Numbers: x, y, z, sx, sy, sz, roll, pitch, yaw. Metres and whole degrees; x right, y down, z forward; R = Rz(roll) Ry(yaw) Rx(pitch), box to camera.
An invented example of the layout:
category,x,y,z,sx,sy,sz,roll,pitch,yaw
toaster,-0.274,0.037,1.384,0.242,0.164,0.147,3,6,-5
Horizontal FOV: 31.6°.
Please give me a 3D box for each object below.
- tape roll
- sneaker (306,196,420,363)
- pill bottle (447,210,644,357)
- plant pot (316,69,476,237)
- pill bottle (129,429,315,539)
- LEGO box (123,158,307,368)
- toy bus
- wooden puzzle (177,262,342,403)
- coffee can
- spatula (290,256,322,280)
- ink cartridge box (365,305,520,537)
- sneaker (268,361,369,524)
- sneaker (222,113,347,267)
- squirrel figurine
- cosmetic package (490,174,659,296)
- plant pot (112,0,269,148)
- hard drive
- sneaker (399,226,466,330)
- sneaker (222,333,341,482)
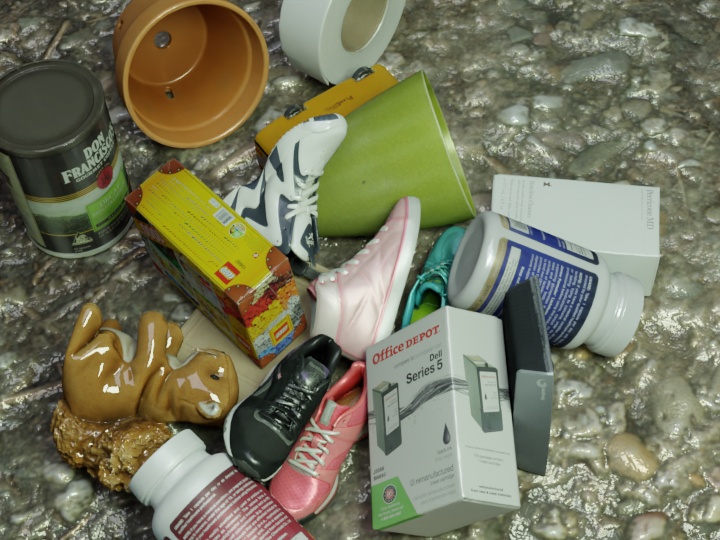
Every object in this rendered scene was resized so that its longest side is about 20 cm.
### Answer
category,x,y,z,sx,sy,sz,roll,pitch,yaw
tape roll,-0.020,-0.349,1.674,0.070,0.203,0.203,30,61,22
sneaker,0.000,0.000,1.423,0.104,0.075,0.202,18,79,-3
pill bottle,0.206,0.020,1.413,0.198,0.116,0.117,21,54,-11
plant pot,0.016,-0.117,1.535,0.198,0.188,0.188,-21,54,8
pill bottle,-0.133,0.258,1.268,0.200,0.113,0.113,44,66,11
LEGO box,-0.160,-0.008,1.426,0.077,0.149,0.200,-41,62,-17
toy bus,-0.036,-0.184,1.630,0.199,0.079,0.065,-31,57,-18
wooden puzzle,-0.105,0.074,1.480,0.184,0.037,0.201,25,64,20
coffee can,-0.361,-0.133,1.539,0.145,0.201,0.148,-2,54,2
spatula,-0.052,0.005,1.482,0.199,0.021,0.057,26,75,22
ink cartridge box,0.080,0.157,1.305,0.083,0.145,0.202,15,60,-34
sneaker,-0.042,0.177,1.365,0.073,0.087,0.201,23,59,20
sneaker,-0.065,-0.074,1.447,0.199,0.079,0.130,-40,72,16
squirrel figurine,-0.233,0.149,1.390,0.185,0.142,0.202,17,73,2
cosmetic package,0.253,-0.042,1.508,0.198,0.082,0.114,3,52,7
plant pot,-0.236,-0.279,1.656,0.199,0.201,0.140,-26,40,-15
hard drive,0.173,0.114,1.325,0.042,0.201,0.136,-5,53,2
sneaker,0.094,0.025,1.470,0.077,0.080,0.201,13,55,14
sneaker,-0.077,0.130,1.316,0.076,0.088,0.200,38,32,-7
